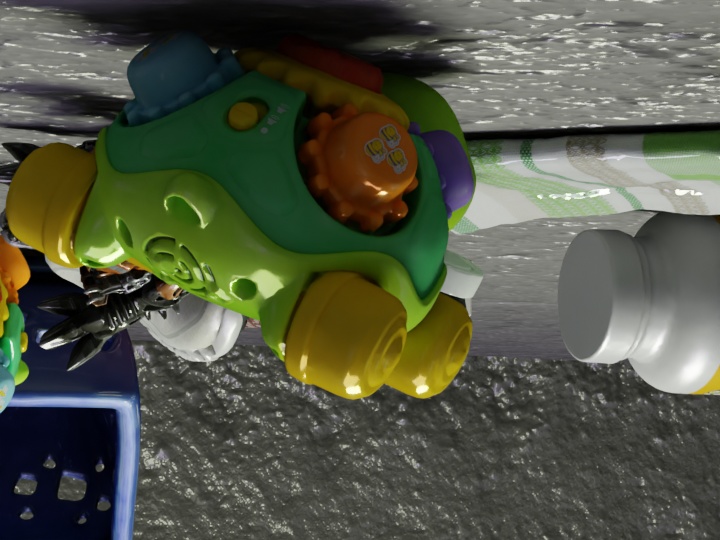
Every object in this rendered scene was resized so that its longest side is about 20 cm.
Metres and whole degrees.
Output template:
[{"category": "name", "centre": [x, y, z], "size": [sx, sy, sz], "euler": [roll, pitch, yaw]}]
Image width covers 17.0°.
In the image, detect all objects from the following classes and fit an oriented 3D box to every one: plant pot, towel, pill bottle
[{"category": "plant pot", "centre": [-0.264, 0.096, 1.796], "size": [0.200, 0.180, 0.200], "euler": [1, 133, -6]}, {"category": "towel", "centre": [0.102, -0.039, 1.117], "size": [0.200, 0.031, 0.149], "euler": [-1, 176, 29]}, {"category": "pill bottle", "centre": [0.215, 0.019, 1.348], "size": [0.200, 0.104, 0.104], "euler": [3, 175, -20]}]

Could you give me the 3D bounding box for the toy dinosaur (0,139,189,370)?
[{"category": "toy dinosaur", "centre": [-0.083, -0.021, 1.064], "size": [0.136, 0.102, 0.200], "euler": [-21, 152, 38]}]

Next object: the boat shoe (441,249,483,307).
[{"category": "boat shoe", "centre": [0.000, 0.000, 1.165], "size": [0.076, 0.060, 0.200], "euler": [23, -174, -14]}]

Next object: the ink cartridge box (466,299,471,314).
[{"category": "ink cartridge box", "centre": [-0.046, 0.010, 1.735], "size": [0.176, 0.045, 0.200], "euler": [-3, 173, 37]}]

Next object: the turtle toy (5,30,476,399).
[{"category": "turtle toy", "centre": [-0.019, -0.027, 0.837], "size": [0.146, 0.101, 0.200], "euler": [25, -174, 18]}]

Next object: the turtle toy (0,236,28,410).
[{"category": "turtle toy", "centre": [-0.247, 0.015, 1.243], "size": [0.101, 0.146, 0.200], "euler": [-26, 139, 38]}]

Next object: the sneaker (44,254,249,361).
[{"category": "sneaker", "centre": [-0.115, -0.007, 1.214], "size": [0.081, 0.075, 0.200], "euler": [22, 179, -33]}]

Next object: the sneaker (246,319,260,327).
[{"category": "sneaker", "centre": [-0.066, 0.002, 1.460], "size": [0.200, 0.071, 0.098], "euler": [4, 175, -4]}]
